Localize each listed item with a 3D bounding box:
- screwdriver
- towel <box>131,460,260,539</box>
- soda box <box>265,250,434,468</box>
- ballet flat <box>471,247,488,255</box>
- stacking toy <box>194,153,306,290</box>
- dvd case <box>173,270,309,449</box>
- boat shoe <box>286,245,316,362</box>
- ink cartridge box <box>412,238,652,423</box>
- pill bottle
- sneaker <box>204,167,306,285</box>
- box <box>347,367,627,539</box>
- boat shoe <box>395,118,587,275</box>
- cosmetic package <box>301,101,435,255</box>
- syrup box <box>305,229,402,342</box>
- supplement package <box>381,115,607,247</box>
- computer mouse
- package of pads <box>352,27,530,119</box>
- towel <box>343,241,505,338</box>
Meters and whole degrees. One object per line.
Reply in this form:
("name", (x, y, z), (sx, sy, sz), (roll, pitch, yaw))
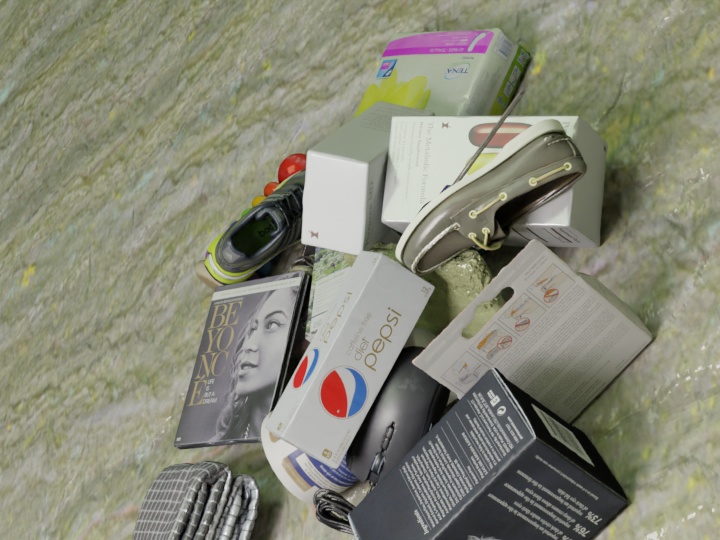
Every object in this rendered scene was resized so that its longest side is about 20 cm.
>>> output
("screwdriver", (0.100, -0.093, 1.580), (0.028, 0.029, 0.201), (41, 103, 19))
("towel", (-0.198, 0.306, 1.774), (0.165, 0.085, 0.202), (-16, 49, 62))
("soda box", (-0.011, 0.084, 1.585), (0.201, 0.068, 0.064), (-61, 19, -7))
("ballet flat", (0.152, -0.081, 1.739), (0.199, 0.069, 0.071), (-39, 21, 15))
("stacking toy", (-0.118, -0.058, 2.009), (0.085, 0.085, 0.201), (18, 72, 52))
("dvd case", (-0.134, 0.101, 1.845), (0.148, 0.016, 0.202), (-10, 57, 42))
("boat shoe", (-0.053, 0.013, 1.886), (0.071, 0.065, 0.202), (-17, 50, 39))
("ink cartridge box", (0.154, 0.063, 1.501), (0.161, 0.199, 0.050), (-46, 37, 10))
("pill bottle", (0.004, 0.145, 1.678), (0.199, 0.111, 0.112), (-36, 40, 21))
("sneaker", (-0.094, -0.059, 1.933), (0.200, 0.074, 0.081), (-43, 2, -23))
("box", (0.113, 0.214, 1.473), (0.200, 0.148, 0.105), (-45, 37, 12))
("boat shoe", (0.122, -0.058, 1.543), (0.201, 0.072, 0.061), (-39, 64, 11))
("cosmetic package", (0.010, -0.099, 1.711), (0.071, 0.103, 0.200), (13, 25, 19))
("syrup box", (0.000, 0.000, 1.823), (0.078, 0.081, 0.202), (-23, 44, 33))
("supplement package", (0.136, -0.089, 1.642), (0.198, 0.109, 0.115), (2, 81, 25))
("computer mouse", (0.049, 0.184, 1.581), (0.140, 0.046, 0.201), (30, 94, 11))
("package of pads", (0.084, -0.198, 1.895), (0.199, 0.068, 0.156), (6, 66, 51))
("towel", (0.077, 0.030, 1.666), (0.199, 0.149, 0.037), (3, 44, 49))
